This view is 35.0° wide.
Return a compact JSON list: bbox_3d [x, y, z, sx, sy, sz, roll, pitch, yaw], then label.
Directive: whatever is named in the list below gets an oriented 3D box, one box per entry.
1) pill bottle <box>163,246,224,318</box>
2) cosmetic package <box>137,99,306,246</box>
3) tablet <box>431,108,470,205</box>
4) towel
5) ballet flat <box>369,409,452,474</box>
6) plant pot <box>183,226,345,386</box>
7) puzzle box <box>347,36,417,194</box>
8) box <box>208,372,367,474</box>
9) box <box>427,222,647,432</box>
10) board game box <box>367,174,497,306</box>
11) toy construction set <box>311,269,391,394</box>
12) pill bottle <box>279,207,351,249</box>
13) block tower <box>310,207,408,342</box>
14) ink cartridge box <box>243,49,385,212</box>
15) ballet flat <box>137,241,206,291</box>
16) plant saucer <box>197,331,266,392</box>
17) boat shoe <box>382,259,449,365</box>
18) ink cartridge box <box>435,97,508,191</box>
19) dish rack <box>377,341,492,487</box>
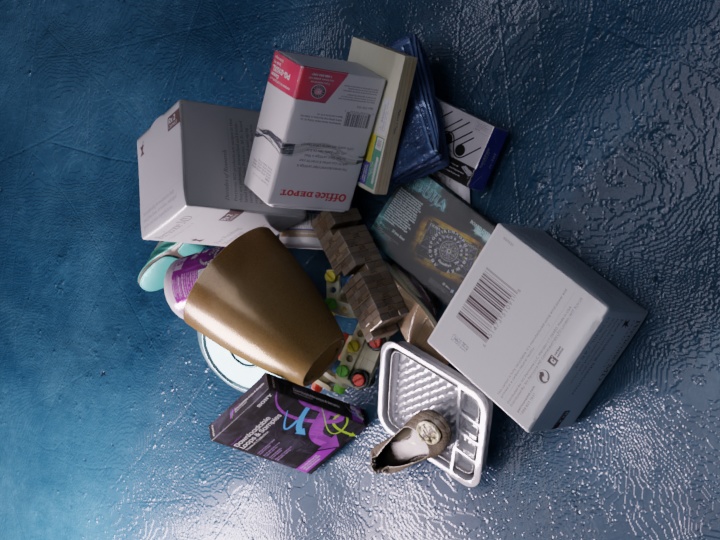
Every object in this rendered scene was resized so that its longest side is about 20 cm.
[{"bbox_3d":[-0.218,0.013,1.874,0.199,0.112,0.113,-14,79,35],"label":"pill bottle"},{"bbox_3d":[-0.210,-0.139,1.705,0.165,0.199,0.166,-28,64,53],"label":"cosmetic package"},{"bbox_3d":[0.106,-0.134,1.699,0.130,0.014,0.201,-5,84,37],"label":"tablet"},{"bbox_3d":[0.060,-0.230,1.646,0.111,0.048,0.201,-23,71,35],"label":"towel"},{"bbox_3d":[0.065,0.254,1.642,0.068,0.046,0.200,57,143,5],"label":"ballet flat"},{"bbox_3d":[-0.125,0.071,1.668,0.200,0.186,0.187,41,112,16],"label":"plant pot"},{"bbox_3d":[0.013,-0.223,1.640,0.133,0.025,0.201,33,115,48],"label":"puzzle box"},{"bbox_3d":[-0.108,0.234,1.726,0.143,0.199,0.036,-44,39,27],"label":"box"},{"bbox_3d":[0.232,0.075,1.517,0.200,0.130,0.200,41,111,31],"label":"box"},{"bbox_3d":[0.114,-0.046,1.657,0.200,0.028,0.136,41,106,25],"label":"board game box"},{"bbox_3d":[-0.024,0.108,1.733,0.131,0.092,0.201,25,109,16],"label":"toy construction set"},{"bbox_3d":[-0.067,-0.134,1.768,0.110,0.111,0.201,3,89,37],"label":"pill bottle"},{"bbox_3d":[0.000,0.000,1.663,0.058,0.054,0.201,-43,67,48],"label":"block tower"},{"bbox_3d":[-0.066,-0.193,1.602,0.084,0.144,0.201,39,119,48],"label":"ink cartridge box"},{"bbox_3d":[-0.317,-0.041,1.992,0.200,0.067,0.071,-40,41,28],"label":"ballet flat"},{"bbox_3d":[-0.179,0.122,1.829,0.199,0.027,0.201,11,120,19],"label":"plant saucer"},{"bbox_3d":[0.083,0.055,1.672,0.200,0.065,0.072,49,137,28],"label":"boat shoe"},{"bbox_3d":[0.111,-0.199,1.662,0.200,0.044,0.094,31,104,35],"label":"ink cartridge box"},{"bbox_3d":[0.111,0.196,1.627,0.199,0.043,0.173,29,132,35],"label":"dish rack"}]
